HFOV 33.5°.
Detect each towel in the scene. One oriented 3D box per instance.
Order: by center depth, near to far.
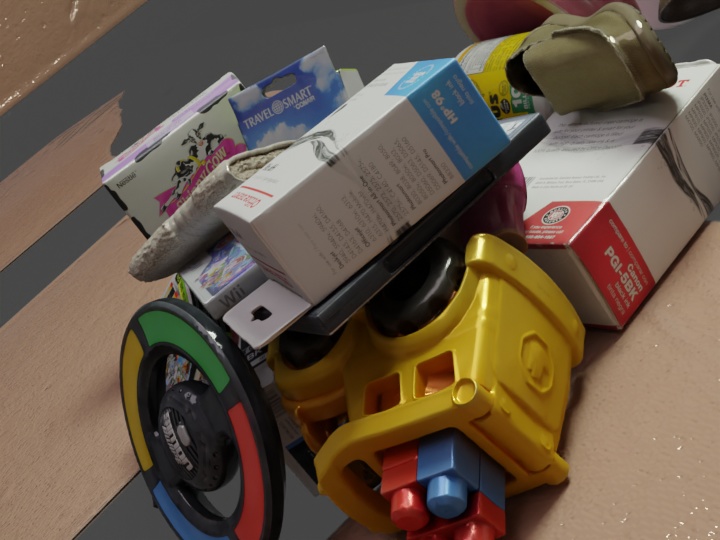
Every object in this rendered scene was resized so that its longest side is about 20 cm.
[{"bbox_3d":[-0.097,-0.052,0.982,0.133,0.034,0.200,-43,-6,26],"label":"towel"}]

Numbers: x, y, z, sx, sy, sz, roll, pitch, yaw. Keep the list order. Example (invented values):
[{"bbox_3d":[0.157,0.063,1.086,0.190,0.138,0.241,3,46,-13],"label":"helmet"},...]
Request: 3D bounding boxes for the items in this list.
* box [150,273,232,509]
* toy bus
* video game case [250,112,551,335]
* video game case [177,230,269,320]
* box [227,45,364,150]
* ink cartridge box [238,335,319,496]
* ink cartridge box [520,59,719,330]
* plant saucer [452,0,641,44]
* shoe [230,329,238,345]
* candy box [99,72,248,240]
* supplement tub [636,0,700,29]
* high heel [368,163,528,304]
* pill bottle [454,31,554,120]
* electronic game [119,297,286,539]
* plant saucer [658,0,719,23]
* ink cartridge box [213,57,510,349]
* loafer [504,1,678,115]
[{"bbox_3d":[-0.145,0.093,0.999,0.110,0.035,0.200,-57,31,23],"label":"box"},{"bbox_3d":[0.033,0.101,0.755,0.200,0.136,0.192,-24,41,33],"label":"toy bus"},{"bbox_3d":[0.018,-0.031,0.787,0.200,0.019,0.143,-43,17,-19],"label":"video game case"},{"bbox_3d":[-0.043,-0.044,0.882,0.200,0.018,0.143,-39,17,-7],"label":"video game case"},{"bbox_3d":[-0.031,-0.091,1.107,0.122,0.200,0.048,-23,-2,28],"label":"box"},{"bbox_3d":[-0.053,0.079,0.930,0.039,0.100,0.200,-34,23,9],"label":"ink cartridge box"},{"bbox_3d":[0.177,-0.056,0.885,0.200,0.083,0.147,-47,25,-23],"label":"ink cartridge box"},{"bbox_3d":[0.164,-0.238,1.121,0.200,0.200,0.051,5,59,58],"label":"plant saucer"},{"bbox_3d":[-0.113,0.053,1.077,0.200,0.091,0.072,-33,22,8],"label":"shoe"},{"bbox_3d":[-0.135,-0.068,1.206,0.168,0.200,0.072,-37,22,0],"label":"candy box"},{"bbox_3d":[0.298,-0.337,1.201,0.132,0.132,0.200,-26,25,24],"label":"supplement tub"},{"bbox_3d":[0.030,-0.016,0.847,0.200,0.067,0.096,-33,38,30],"label":"high heel"},{"bbox_3d":[0.145,-0.159,1.096,0.113,0.113,0.200,-45,25,-22],"label":"pill bottle"},{"bbox_3d":[-0.115,0.116,0.839,0.042,0.200,0.200,-17,8,-35],"label":"electronic game"},{"bbox_3d":[0.341,-0.275,1.021,0.200,0.032,0.200,-25,-6,-3],"label":"plant saucer"},{"bbox_3d":[-0.018,-0.046,0.750,0.200,0.067,0.116,-39,17,-9],"label":"ink cartridge box"},{"bbox_3d":[0.166,-0.148,0.884,0.067,0.076,0.200,-39,13,-4],"label":"loafer"}]
